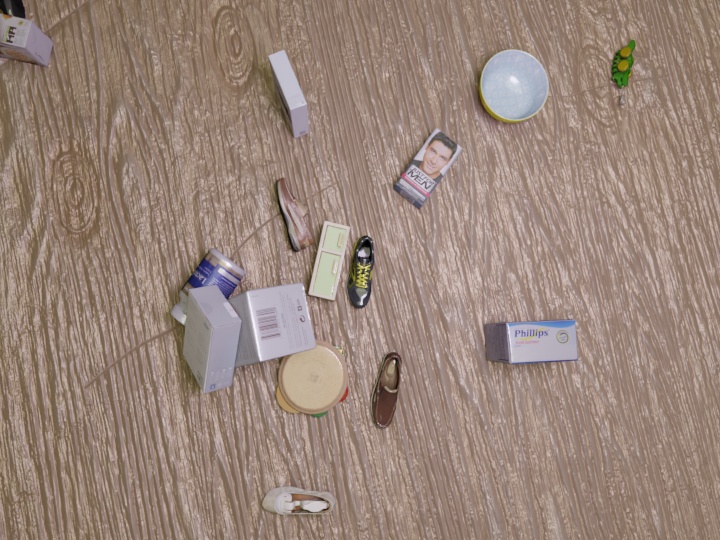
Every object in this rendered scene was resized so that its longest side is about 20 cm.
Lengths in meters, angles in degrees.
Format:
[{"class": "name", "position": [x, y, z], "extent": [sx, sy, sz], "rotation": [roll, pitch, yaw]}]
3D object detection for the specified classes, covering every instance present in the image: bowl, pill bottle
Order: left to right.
[{"class": "pill bottle", "position": [-0.404, 0.053, 1.399], "extent": [0.115, 0.116, 0.202], "rotation": [34, 83, 0]}, {"class": "bowl", "position": [0.421, -0.506, 1.511], "extent": [0.194, 0.108, 0.206], "rotation": [0, 84, -4]}]

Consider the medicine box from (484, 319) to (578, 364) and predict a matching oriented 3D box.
[{"class": "medicine box", "position": [0.442, 0.185, 1.397], "extent": [0.177, 0.200, 0.106], "rotation": [-2, 84, -4]}]

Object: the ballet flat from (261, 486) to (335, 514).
[{"class": "ballet flat", "position": [-0.162, 0.604, 1.386], "extent": [0.194, 0.062, 0.069], "rotation": [0, 84, -3]}]

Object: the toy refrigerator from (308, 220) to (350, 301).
[{"class": "toy refrigerator", "position": [-0.085, -0.024, 1.450], "extent": [0.074, 0.070, 0.205], "rotation": [13, 83, -2]}]

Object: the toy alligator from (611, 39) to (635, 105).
[{"class": "toy alligator", "position": [0.769, -0.585, 1.571], "extent": [0.053, 0.059, 0.205], "rotation": [9, 83, 40]}]

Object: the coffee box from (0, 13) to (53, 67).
[{"class": "coffee box", "position": [-0.962, -0.631, 1.433], "extent": [0.195, 0.114, 0.082], "rotation": [11, 84, -3]}]

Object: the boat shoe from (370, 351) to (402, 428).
[{"class": "boat shoe", "position": [0.070, 0.321, 1.423], "extent": [0.073, 0.075, 0.208], "rotation": [8, 84, -3]}]

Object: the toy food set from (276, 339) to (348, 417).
[{"class": "toy food set", "position": [-0.125, 0.288, 1.427], "extent": [0.192, 0.049, 0.206], "rotation": [7, 84, -3]}]

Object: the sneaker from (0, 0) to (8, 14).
[{"class": "sneaker", "position": [-1.006, -0.753, 1.463], "extent": [0.112, 0.076, 0.203], "rotation": [-24, 83, -4]}]

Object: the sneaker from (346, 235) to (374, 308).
[{"class": "sneaker", "position": [0.000, 0.000, 1.445], "extent": [0.072, 0.085, 0.206], "rotation": [4, 84, -2]}]

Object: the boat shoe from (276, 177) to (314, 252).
[{"class": "boat shoe", "position": [-0.180, -0.156, 1.461], "extent": [0.072, 0.076, 0.205], "rotation": [-17, 94, -10]}]

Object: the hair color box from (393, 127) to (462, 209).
[{"class": "hair color box", "position": [0.190, -0.287, 1.498], "extent": [0.098, 0.061, 0.202], "rotation": [36, 83, 1]}]

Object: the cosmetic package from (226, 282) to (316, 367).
[{"class": "cosmetic package", "position": [-0.242, 0.139, 1.332], "extent": [0.164, 0.198, 0.172], "rotation": [-9, 84, -40]}]

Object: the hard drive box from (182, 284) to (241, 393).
[{"class": "hard drive box", "position": [-0.369, 0.167, 1.302], "extent": [0.075, 0.156, 0.204], "rotation": [-9, 128, -37]}]

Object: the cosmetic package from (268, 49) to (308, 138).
[{"class": "cosmetic package", "position": [-0.189, -0.465, 1.422], "extent": [0.051, 0.200, 0.154], "rotation": [-20, 85, -6]}]
